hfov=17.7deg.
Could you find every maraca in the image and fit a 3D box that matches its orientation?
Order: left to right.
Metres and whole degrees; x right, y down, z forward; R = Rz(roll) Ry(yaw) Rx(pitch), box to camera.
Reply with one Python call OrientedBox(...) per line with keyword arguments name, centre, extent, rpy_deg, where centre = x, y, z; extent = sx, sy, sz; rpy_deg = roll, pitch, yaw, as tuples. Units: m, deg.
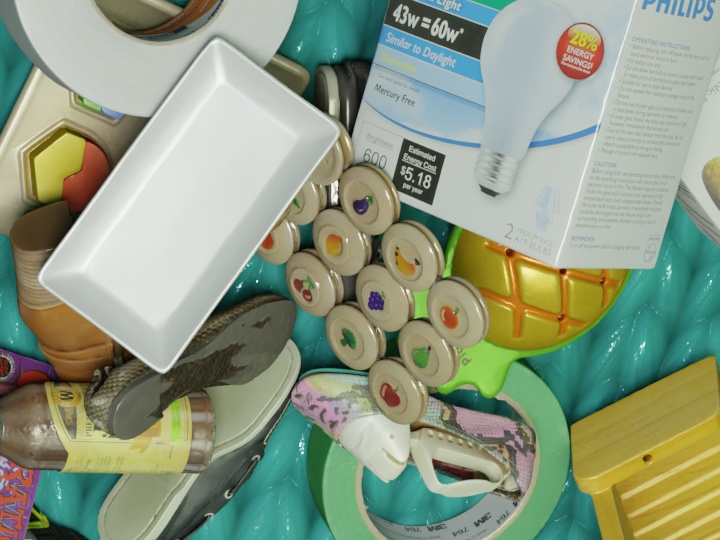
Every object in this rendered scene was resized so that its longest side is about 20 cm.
OrientedBox(name="maraca", centre=(0.116, 0.005, 1.690), extent=(0.200, 0.107, 0.137), rpy_deg=(-42, 105, -3))

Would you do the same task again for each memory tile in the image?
OrientedBox(name="memory tile", centre=(0.000, 0.000, 1.599), extent=(0.017, 0.200, 0.153), rpy_deg=(-27, 163, -40))

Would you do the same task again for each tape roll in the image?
OrientedBox(name="tape roll", centre=(-0.141, -0.204, 1.523), extent=(0.200, 0.066, 0.201), rpy_deg=(-5, 104, -22))
OrientedBox(name="tape roll", centre=(0.060, 0.144, 1.768), extent=(0.200, 0.048, 0.201), rpy_deg=(-7, 114, -15))

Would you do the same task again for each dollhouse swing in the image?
OrientedBox(name="dollhouse swing", centre=(0.263, 0.215, 1.778), extent=(0.181, 0.176, 0.200), rpy_deg=(-26, 125, -6))

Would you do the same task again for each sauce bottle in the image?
OrientedBox(name="sauce bottle", centre=(-0.201, 0.110, 1.609), extent=(0.199, 0.065, 0.065), rpy_deg=(2, 111, -24))

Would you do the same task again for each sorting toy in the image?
OrientedBox(name="sorting toy", centre=(-0.153, -0.086, 1.607), extent=(0.185, 0.036, 0.200), rpy_deg=(23, 103, -25))

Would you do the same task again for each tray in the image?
OrientedBox(name="tray", centre=(-0.111, -0.042, 1.510), extent=(0.107, 0.022, 0.200), rpy_deg=(36, 89, 3))

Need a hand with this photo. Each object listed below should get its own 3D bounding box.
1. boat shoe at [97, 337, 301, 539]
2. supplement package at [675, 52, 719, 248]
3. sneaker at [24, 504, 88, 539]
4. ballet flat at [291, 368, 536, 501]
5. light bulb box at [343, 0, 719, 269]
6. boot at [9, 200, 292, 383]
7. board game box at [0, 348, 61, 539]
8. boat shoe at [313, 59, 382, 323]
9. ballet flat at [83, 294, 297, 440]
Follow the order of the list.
OrientedBox(name="boat shoe", centre=(-0.107, 0.135, 1.701), extent=(0.200, 0.074, 0.066), rpy_deg=(-53, 145, -3))
OrientedBox(name="supplement package", centre=(0.263, -0.109, 1.691), extent=(0.114, 0.110, 0.200), rpy_deg=(-41, 118, 2))
OrientedBox(name="sneaker", centre=(-0.240, 0.227, 1.698), extent=(0.076, 0.075, 0.200), rpy_deg=(-42, 108, 11))
OrientedBox(name="ballet flat", centre=(0.043, 0.126, 1.683), extent=(0.199, 0.071, 0.069), rpy_deg=(17, 140, -25))
OrientedBox(name="light bulb box", centre=(0.119, -0.126, 1.563), extent=(0.125, 0.198, 0.201), rpy_deg=(0, 109, -52))
OrientedBox(name="boot", centre=(-0.138, 0.006, 1.600), extent=(0.199, 0.074, 0.155), rpy_deg=(-11, 137, -1))
OrientedBox(name="board game box", centre=(-0.286, 0.148, 1.610), extent=(0.120, 0.032, 0.201), rpy_deg=(21, 71, -28))
OrientedBox(name="boat shoe", centre=(-0.001, -0.052, 1.654), extent=(0.057, 0.067, 0.201), rpy_deg=(-4, 110, -11))
OrientedBox(name="ballet flat", centre=(-0.119, 0.061, 1.611), extent=(0.200, 0.046, 0.068), rpy_deg=(-30, 134, -44))
